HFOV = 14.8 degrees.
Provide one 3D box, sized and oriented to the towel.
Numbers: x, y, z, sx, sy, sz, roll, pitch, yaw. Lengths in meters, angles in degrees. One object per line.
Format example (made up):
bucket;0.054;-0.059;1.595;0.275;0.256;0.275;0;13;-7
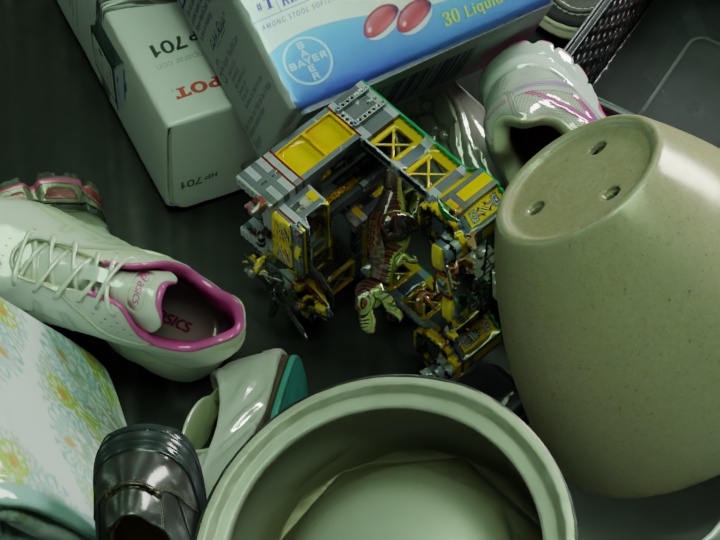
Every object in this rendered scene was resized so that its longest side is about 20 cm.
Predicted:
towel;-0.180;0.094;1.509;0.048;0.200;0.171;-34;56;12

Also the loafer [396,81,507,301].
loafer;0.077;-0.050;1.700;0.070;0.070;0.200;6;46;-47

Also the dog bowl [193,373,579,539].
dog bowl;0.018;0.157;1.395;0.200;0.074;0.201;-6;63;13

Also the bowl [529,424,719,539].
bowl;0.163;0.113;1.536;0.200;0.075;0.200;-4;41;42

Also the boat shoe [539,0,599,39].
boat shoe;0.121;-0.241;1.835;0.072;0.065;0.200;-9;56;-11

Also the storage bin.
storage bin;0.217;-0.129;1.741;0.135;0.094;0.200;27;58;16

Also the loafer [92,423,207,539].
loafer;-0.102;0.181;1.439;0.073;0.200;0.072;-11;27;11

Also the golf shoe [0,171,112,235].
golf shoe;-0.242;0.002;1.637;0.199;0.073;0.092;-12;57;-12

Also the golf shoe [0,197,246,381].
golf shoe;-0.154;0.003;1.586;0.200;0.091;0.076;19;77;-19

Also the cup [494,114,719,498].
cup;0.151;0.001;1.492;0.200;0.143;0.200;-28;29;17

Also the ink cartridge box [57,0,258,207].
ink cartridge box;-0.095;-0.156;1.752;0.146;0.086;0.200;-19;55;-17

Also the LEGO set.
LEGO set;0.000;0.000;1.578;0.116;0.200;0.154;-38;72;-22

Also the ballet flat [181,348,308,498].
ballet flat;-0.074;0.112;1.551;0.069;0.070;0.200;8;31;3

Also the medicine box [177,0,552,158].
medicine box;-0.016;-0.196;1.648;0.182;0.103;0.200;-25;81;-18

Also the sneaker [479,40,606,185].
sneaker;0.140;-0.042;1.630;0.200;0.081;0.088;40;32;-5

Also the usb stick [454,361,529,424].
usb stick;0.015;0.125;1.558;0.200;0.033;0.055;-39;45;-14
